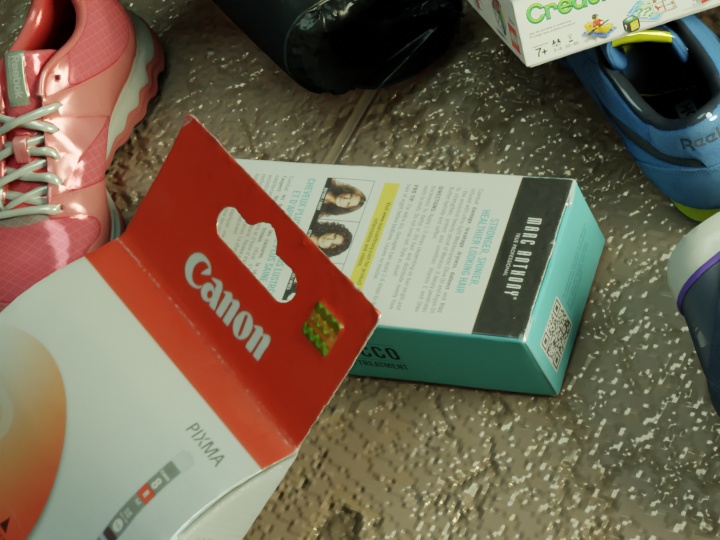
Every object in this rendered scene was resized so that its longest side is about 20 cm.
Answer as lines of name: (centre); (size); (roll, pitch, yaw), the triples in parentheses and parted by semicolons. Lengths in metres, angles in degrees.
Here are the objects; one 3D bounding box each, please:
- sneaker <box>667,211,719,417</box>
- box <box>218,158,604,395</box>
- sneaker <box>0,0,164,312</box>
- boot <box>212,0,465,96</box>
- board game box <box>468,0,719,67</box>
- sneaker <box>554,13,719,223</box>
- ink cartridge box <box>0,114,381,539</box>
sneaker: (0.231, 0.016, 0.916); (0.200, 0.081, 0.147); (-25, 59, 2)
box: (0.000, 0.000, 1.043); (0.200, 0.049, 0.082); (5, 61, 27)
sneaker: (-0.155, -0.061, 1.133); (0.074, 0.087, 0.200); (-6, 55, 22)
boot: (-0.067, -0.150, 1.110); (0.168, 0.200, 0.076); (47, 128, 42)
board game box: (0.098, -0.159, 1.062); (0.126, 0.035, 0.200); (-19, 30, -7)
sneaker: (0.120, -0.107, 1.048); (0.066, 0.078, 0.200); (-33, 49, 3)
ink cartridge box: (-0.097, 0.052, 1.000); (0.162, 0.050, 0.200); (46, 113, 39)
